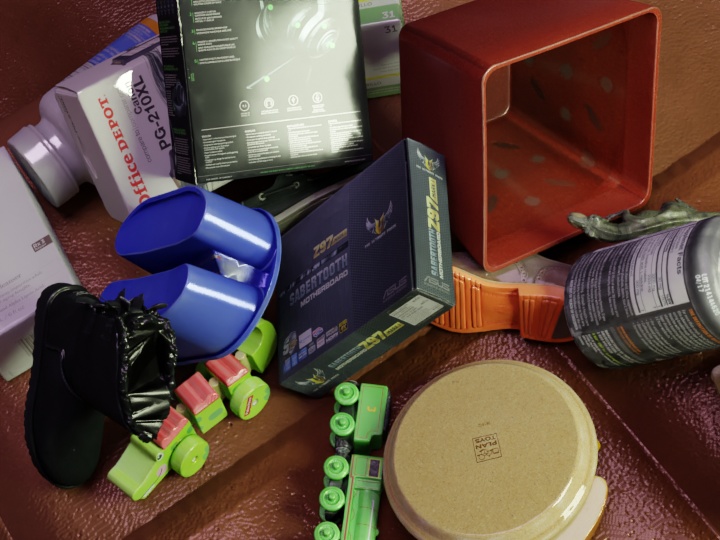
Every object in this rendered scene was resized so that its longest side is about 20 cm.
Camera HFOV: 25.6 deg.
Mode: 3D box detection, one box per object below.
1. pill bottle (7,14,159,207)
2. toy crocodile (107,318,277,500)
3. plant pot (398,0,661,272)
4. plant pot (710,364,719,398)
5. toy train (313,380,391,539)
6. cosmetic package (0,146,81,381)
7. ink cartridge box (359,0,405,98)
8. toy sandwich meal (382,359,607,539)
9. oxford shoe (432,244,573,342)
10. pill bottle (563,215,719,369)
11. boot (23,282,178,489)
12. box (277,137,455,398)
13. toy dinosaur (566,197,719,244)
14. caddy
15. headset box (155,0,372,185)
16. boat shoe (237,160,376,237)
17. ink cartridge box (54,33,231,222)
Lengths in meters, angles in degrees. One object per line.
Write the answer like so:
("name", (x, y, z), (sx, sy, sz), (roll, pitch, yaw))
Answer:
("pill bottle", (-0.250, -0.155, 1.584), (0.200, 0.113, 0.112), (-40, 59, -14))
("toy crocodile", (-0.148, 0.122, 1.420), (0.067, 0.062, 0.200), (37, 72, 29))
("plant pot", (0.139, -0.152, 1.444), (0.198, 0.202, 0.176), (-22, 38, -26))
("plant pot", (0.387, 0.105, 1.261), (0.182, 0.201, 0.202), (-23, 56, 9))
("toy train", (-0.006, 0.187, 1.366), (0.056, 0.042, 0.202), (6, 59, 2))
("cosmetic package", (-0.344, -0.009, 1.530), (0.112, 0.081, 0.201), (-31, 59, -7))
("ink cartridge box", (-0.031, -0.248, 1.545), (0.143, 0.201, 0.048), (-8, 53, 5))
("toy sandwich meal", (0.118, 0.169, 1.338), (0.202, 0.071, 0.207), (-8, 55, 11))
("oxford shoe", (0.114, 0.012, 1.443), (0.197, 0.072, 0.073), (13, 44, 11))
("pill bottle", (0.274, 0.016, 1.319), (0.199, 0.106, 0.107), (-17, 45, 48))
("boot", (-0.219, 0.108, 1.352), (0.073, 0.201, 0.162), (-6, 14, -39))
("box", (0.000, 0.000, 1.405), (0.199, 0.051, 0.159), (-35, 45, 41))
("toy dinosaur", (0.277, -0.043, 1.424), (0.197, 0.088, 0.048), (-11, 86, -9))
("caddy", (-0.147, 0.008, 1.418), (0.199, 0.104, 0.143), (-11, 61, 52))
("headset box", (-0.090, -0.190, 1.439), (0.172, 0.203, 0.093), (-10, 10, -19))
("boat shoe", (-0.070, -0.067, 1.516), (0.198, 0.075, 0.067), (-30, 69, 3))
("ink cartridge box", (-0.170, -0.150, 1.514), (0.199, 0.146, 0.084), (-29, 21, -18))
